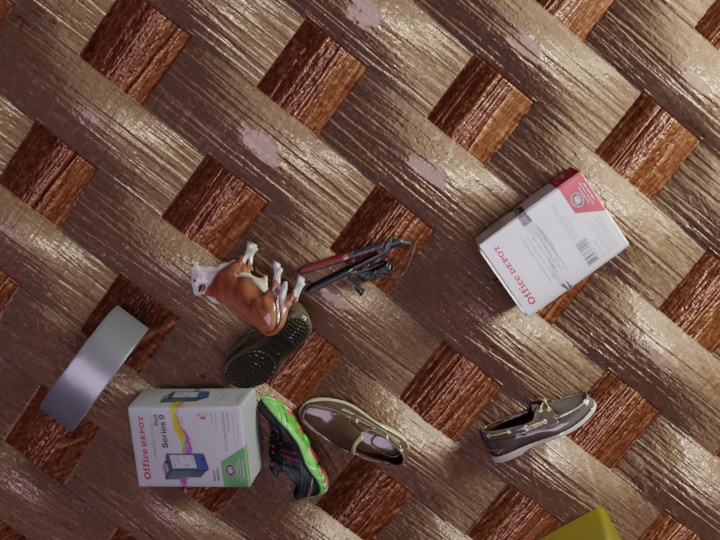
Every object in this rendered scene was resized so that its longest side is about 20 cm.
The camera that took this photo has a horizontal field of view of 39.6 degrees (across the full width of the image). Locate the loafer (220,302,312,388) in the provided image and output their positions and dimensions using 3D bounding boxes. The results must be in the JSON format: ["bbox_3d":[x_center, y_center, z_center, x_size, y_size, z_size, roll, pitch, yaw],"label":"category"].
[{"bbox_3d":[-0.151,0.122,1.654,0.199,0.068,0.076,-37,114,24],"label":"loafer"}]

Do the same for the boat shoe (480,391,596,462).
[{"bbox_3d":[0.297,0.251,1.678,0.198,0.072,0.060,-28,104,12],"label":"boat shoe"}]

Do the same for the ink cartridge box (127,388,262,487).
[{"bbox_3d":[-0.273,0.277,1.662,0.197,0.088,0.148,-1,104,12],"label":"ink cartridge box"}]

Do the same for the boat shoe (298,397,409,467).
[{"bbox_3d":[-0.009,0.273,1.680,0.200,0.075,0.076,20,102,-4],"label":"boat shoe"}]

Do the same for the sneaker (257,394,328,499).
[{"bbox_3d":[-0.125,0.303,1.688,0.083,0.077,0.202,-27,100,2],"label":"sneaker"}]

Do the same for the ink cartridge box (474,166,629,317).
[{"bbox_3d":[0.302,-0.046,1.602,0.199,0.083,0.147,-36,100,7],"label":"ink cartridge box"}]

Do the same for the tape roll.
[{"bbox_3d":[-0.422,0.155,1.591,0.066,0.200,0.201,36,101,-7],"label":"tape roll"}]

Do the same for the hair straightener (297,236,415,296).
[{"bbox_3d":[0.000,0.000,1.643,0.198,0.041,0.078,-20,102,0],"label":"hair straightener"}]

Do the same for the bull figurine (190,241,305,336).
[{"bbox_3d":[-0.184,0.023,1.603,0.199,0.065,0.122,33,92,26],"label":"bull figurine"}]

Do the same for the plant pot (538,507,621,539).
[{"bbox_3d":[0.388,0.564,1.694,0.198,0.177,0.201,-30,101,6],"label":"plant pot"}]
